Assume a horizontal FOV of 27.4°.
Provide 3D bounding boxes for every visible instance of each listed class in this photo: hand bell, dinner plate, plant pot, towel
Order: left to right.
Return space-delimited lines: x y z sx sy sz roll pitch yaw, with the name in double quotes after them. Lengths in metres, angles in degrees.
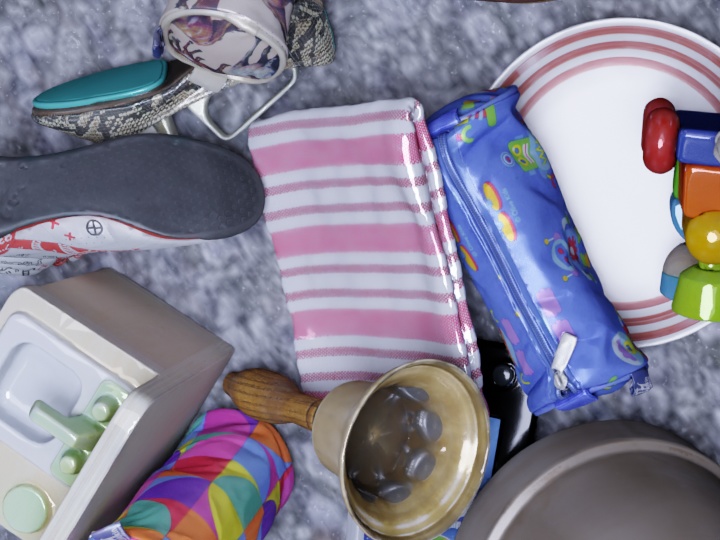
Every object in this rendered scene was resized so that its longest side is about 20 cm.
-0.025 0.085 0.882 0.104 0.200 0.105 -7 103 -35 "hand bell"
0.000 0.000 0.886 0.146 0.030 0.201 -3 104 46 "towel"
0.160 -0.053 0.907 0.199 0.024 0.202 1 95 10 "dinner plate"
0.167 0.201 0.823 0.199 0.173 0.202 -3 100 -16 "plant pot"

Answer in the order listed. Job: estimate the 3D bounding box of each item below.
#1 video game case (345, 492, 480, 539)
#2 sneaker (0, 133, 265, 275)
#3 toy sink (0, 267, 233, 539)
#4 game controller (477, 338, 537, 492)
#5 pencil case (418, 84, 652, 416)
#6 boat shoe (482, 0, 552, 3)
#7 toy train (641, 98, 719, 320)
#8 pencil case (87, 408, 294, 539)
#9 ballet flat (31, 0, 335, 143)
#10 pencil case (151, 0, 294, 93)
0.052 0.234 0.897 0.142 0.018 0.202 1 100 -25 "video game case"
-0.165 -0.039 0.930 0.200 0.108 0.068 -4 81 -13 "sneaker"
-0.175 0.085 0.885 0.112 0.200 0.131 32 100 4 "toy sink"
0.052 0.139 0.934 0.104 0.042 0.202 10 96 8 "game controller"
0.096 -0.009 0.867 0.078 0.087 0.201 -26 90 21 "pencil case"
0.067 -0.195 0.886 0.198 0.070 0.071 -4 94 8 "boat shoe"
0.190 -0.025 0.788 0.084 0.200 0.117 6 102 9 "toy train"
-0.105 0.153 0.879 0.088 0.200 0.089 4 106 16 "pencil case"
-0.107 -0.111 0.929 0.199 0.068 0.076 -23 114 9 "ballet flat"
-0.067 -0.208 0.864 0.077 0.089 0.201 21 66 -29 "pencil case"
